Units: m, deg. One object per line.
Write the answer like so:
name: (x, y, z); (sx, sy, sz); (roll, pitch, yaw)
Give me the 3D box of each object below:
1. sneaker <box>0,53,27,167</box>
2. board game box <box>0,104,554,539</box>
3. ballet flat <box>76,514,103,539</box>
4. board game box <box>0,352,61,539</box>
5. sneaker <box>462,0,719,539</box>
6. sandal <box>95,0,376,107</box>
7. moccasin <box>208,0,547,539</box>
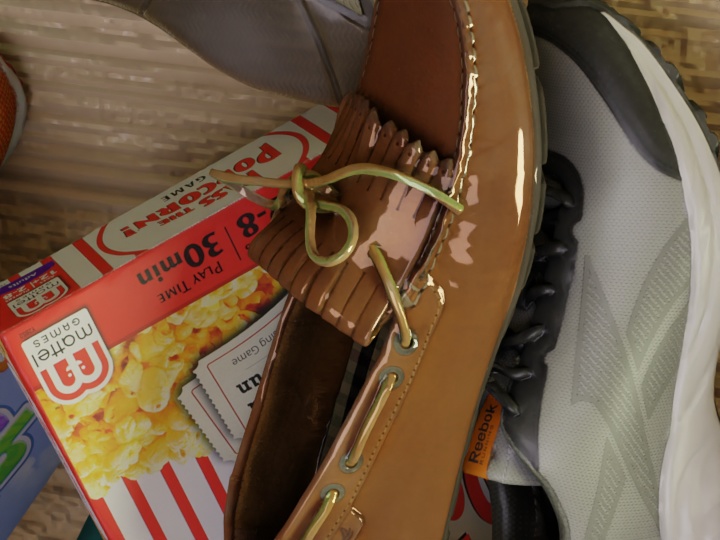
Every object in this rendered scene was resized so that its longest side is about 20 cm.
sneaker: (-0.177, 0.005, 0.910); (0.073, 0.077, 0.200); (28, 126, -1)
board game box: (-0.008, 0.060, 0.851); (0.151, 0.046, 0.201); (-30, 112, -10)
ballet flat: (-0.056, 0.073, 0.916); (0.068, 0.068, 0.201); (19, 125, -5)
board game box: (-0.177, 0.085, 0.867); (0.037, 0.151, 0.201); (36, 94, 30)
sneaker: (0.064, 0.018, 0.803); (0.079, 0.074, 0.201); (-11, 104, -22)
sandal: (-0.054, -0.107, 0.812); (0.199, 0.054, 0.081); (14, 125, 12)
moccasin: (-0.001, -0.001, 0.771); (0.077, 0.074, 0.202); (2, 117, -28)
